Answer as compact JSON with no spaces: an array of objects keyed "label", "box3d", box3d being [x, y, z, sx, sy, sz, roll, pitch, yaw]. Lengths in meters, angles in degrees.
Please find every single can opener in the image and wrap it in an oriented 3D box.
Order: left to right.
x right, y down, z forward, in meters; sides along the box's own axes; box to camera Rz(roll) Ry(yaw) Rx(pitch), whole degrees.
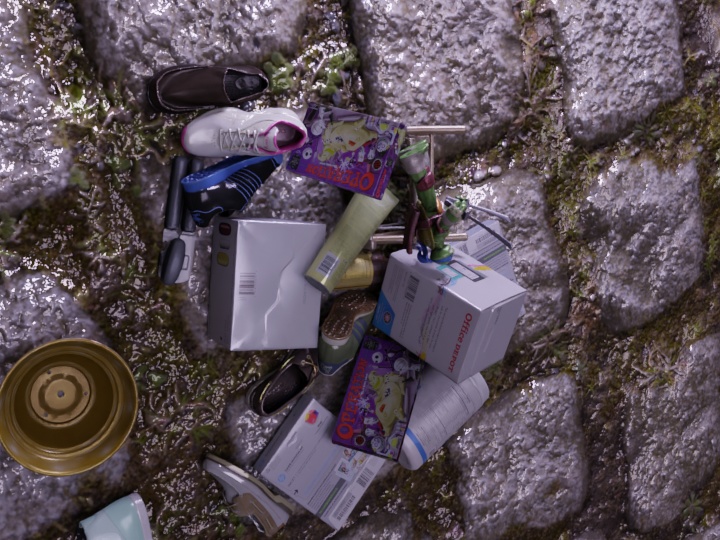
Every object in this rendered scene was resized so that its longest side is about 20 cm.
[{"label":"can opener","box3d":[-0.275,-0.076,1.284,0.052,0.066,0.203,8,88,-29]}]

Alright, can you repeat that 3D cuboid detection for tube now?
[{"label":"tube","box3d":[-0.015,-0.057,1.316,0.201,0.052,0.058,-57,156,-14]}]

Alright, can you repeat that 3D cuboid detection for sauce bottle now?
[{"label":"sauce bottle","box3d":[0.000,0.000,1.445,0.198,0.065,0.066,-4,99,-31]}]

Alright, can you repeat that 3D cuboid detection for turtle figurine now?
[{"label":"turtle figurine","box3d":[0.147,-0.119,1.323,0.144,0.199,0.195,-42,111,-49]}]

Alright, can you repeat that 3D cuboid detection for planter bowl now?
[{"label":"planter bowl","box3d":[-0.436,0.191,1.216,0.198,0.083,0.203,-5,100,-29]}]

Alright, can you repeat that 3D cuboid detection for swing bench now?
[{"label":"swing bench","box3d":[0.071,-0.149,1.431,0.198,0.130,0.201,-5,100,-23]}]

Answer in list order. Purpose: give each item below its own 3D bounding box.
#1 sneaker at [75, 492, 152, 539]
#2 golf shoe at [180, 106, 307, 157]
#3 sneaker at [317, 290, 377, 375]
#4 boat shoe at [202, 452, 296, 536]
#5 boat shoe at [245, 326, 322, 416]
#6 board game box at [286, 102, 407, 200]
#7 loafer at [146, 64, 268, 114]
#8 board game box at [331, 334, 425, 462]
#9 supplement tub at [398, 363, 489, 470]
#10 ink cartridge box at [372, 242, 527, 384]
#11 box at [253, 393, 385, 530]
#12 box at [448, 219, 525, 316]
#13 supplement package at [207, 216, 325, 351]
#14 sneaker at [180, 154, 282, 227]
[{"label":"sneaker","box3d":[-0.378,0.463,1.290,0.117,0.073,0.203,-17,95,-33]},{"label":"golf shoe","box3d":[-0.175,-0.210,1.274,0.198,0.091,0.076,-12,116,-22]},{"label":"sneaker","box3d":[-0.028,0.108,1.408,0.066,0.200,0.091,18,114,11]},{"label":"boat shoe","box3d":[-0.194,0.378,1.383,0.200,0.074,0.069,43,71,-27]},{"label":"boat shoe","box3d":[-0.106,0.174,1.411,0.200,0.059,0.072,-40,113,-19]},{"label":"board game box","box3d":[-0.026,-0.194,1.318,0.032,0.199,0.121,12,97,-51]},{"label":"loafer","box3d":[-0.229,-0.287,1.272,0.198,0.071,0.074,-17,105,-26]},{"label":"board game box","box3d":[0.035,0.220,1.440,0.032,0.119,0.202,75,30,-61]},{"label":"supplement tub","box3d":[0.123,0.252,1.510,0.200,0.132,0.133,-41,114,-19]},{"label":"ink cartridge box","box3d":[0.151,0.065,1.419,0.145,0.199,0.148,-18,132,-46]},{"label":"box","box3d":[-0.068,0.339,1.458,0.200,0.041,0.157,43,75,-28]},{"label":"box","box3d":[0.225,0.026,1.587,0.155,0.041,0.202,-29,109,-23]},{"label":"supplement package","box3d":[-0.153,0.018,1.334,0.154,0.111,0.203,1,96,-30]},{"label":"sneaker","box3d":[-0.195,-0.134,1.301,0.199,0.070,0.079,-30,118,-41]}]
